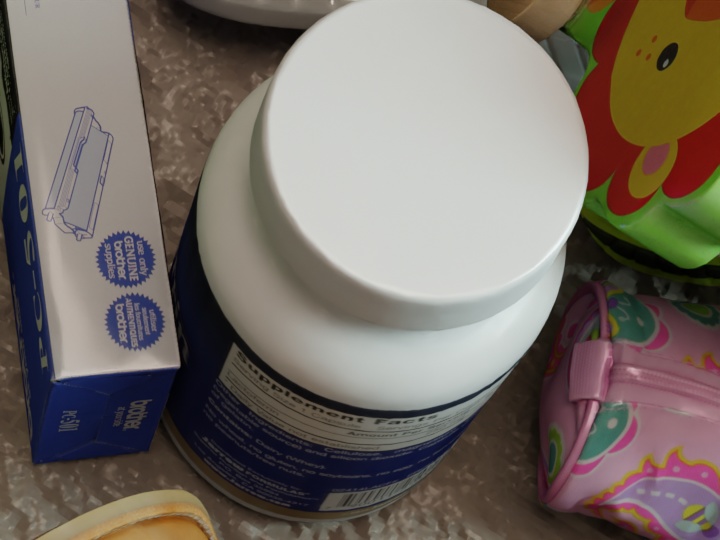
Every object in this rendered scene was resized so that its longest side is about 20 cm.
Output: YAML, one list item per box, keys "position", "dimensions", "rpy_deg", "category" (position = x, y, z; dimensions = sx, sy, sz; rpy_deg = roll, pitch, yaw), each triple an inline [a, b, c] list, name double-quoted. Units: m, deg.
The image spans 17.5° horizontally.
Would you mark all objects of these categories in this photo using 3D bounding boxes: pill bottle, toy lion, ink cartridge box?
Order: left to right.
- position: [-0.099, -0.045, 0.787]
  dimensions: [0.044, 0.094, 0.202]
  rpy_deg: [-5, 71, -14]
  category: "ink cartridge box"
- position: [0.000, 0.000, 0.733]
  dimensions: [0.115, 0.200, 0.117]
  rpy_deg: [4, 68, -11]
  category: "pill bottle"
- position: [0.124, -0.103, 0.697]
  dimensions: [0.068, 0.192, 0.201]
  rpy_deg: [29, 99, -23]
  category: "toy lion"

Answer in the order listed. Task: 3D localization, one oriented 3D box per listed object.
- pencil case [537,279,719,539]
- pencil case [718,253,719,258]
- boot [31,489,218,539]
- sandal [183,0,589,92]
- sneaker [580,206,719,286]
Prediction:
- position: [0.160, 0.063, 0.808]
  dimensions: [0.198, 0.088, 0.088]
  rpy_deg: [14, 67, -6]
  category: "pencil case"
- position: [0.177, -0.070, 0.722]
  dimensions: [0.078, 0.200, 0.089]
  rpy_deg: [44, 25, 13]
  category: "pencil case"
- position: [-0.045, 0.154, 0.674]
  dimensions: [0.076, 0.200, 0.156]
  rpy_deg: [-28, 69, 3]
  category: "boot"
- position: [0.023, -0.097, 0.861]
  dimensions: [0.201, 0.050, 0.083]
  rpy_deg: [16, 50, -2]
  category: "sandal"
- position: [0.178, -0.027, 0.830]
  dimensions: [0.199, 0.074, 0.084]
  rpy_deg: [18, 55, 17]
  category: "sneaker"
